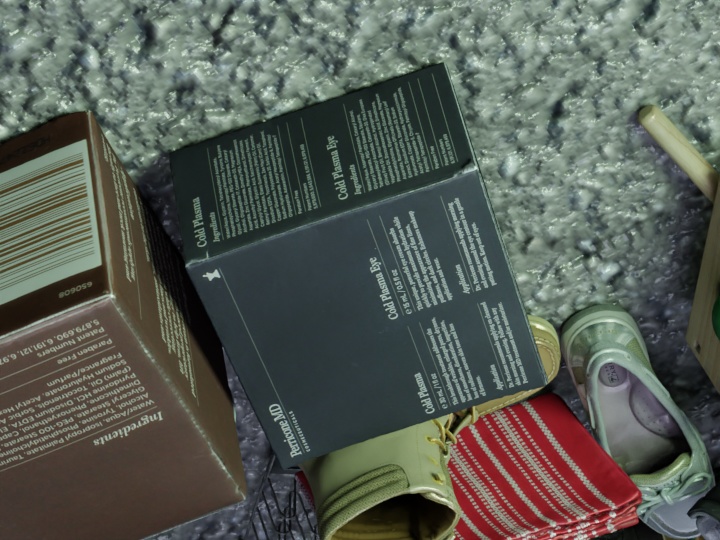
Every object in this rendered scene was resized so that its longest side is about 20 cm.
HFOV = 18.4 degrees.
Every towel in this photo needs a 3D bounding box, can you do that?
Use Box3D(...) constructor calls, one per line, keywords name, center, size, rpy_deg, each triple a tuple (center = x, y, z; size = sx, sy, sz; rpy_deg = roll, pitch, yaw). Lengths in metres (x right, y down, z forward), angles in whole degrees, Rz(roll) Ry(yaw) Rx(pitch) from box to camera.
Box3D(name="towel", center=(0.071, 0.146, 1.475), size=(0.198, 0.145, 0.023), rpy_deg=(-16, 125, -15))

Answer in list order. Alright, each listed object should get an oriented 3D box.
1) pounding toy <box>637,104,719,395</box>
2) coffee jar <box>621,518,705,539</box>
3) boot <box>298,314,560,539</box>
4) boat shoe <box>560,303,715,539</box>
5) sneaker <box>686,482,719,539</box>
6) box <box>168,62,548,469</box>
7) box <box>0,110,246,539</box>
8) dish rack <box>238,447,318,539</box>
Box3D(name="pounding toy", center=(0.283, -0.011, 1.423), size=(0.198, 0.143, 0.185), rpy_deg=(-12, 136, -16))
Box3D(name="coffee jar", center=(0.290, 0.198, 1.629), size=(0.198, 0.086, 0.104), rpy_deg=(-21, 159, 8))
Box3D(name="boot", center=(0.053, 0.109, 1.443), size=(0.198, 0.156, 0.073), rpy_deg=(-15, 124, -6))
Box3D(name="boat shoe", center=(0.195, 0.116, 1.527), size=(0.074, 0.065, 0.203), rpy_deg=(-21, 121, 8))
Box3D(name="sneaker", center=(0.280, 0.145, 1.520), size=(0.114, 0.200, 0.076), rpy_deg=(-39, 94, 12))
Box3D(name="box", center=(0.000, 0.000, 1.368), size=(0.181, 0.105, 0.201), rpy_deg=(-18, 134, 3))
Box3D(name="box", center=(-0.186, 0.049, 1.329), size=(0.163, 0.167, 0.201), rpy_deg=(-22, 134, 7))
Box3D(name="dish rack", center=(-0.011, 0.188, 1.582), size=(0.152, 0.055, 0.201), rpy_deg=(4, 131, -18))
